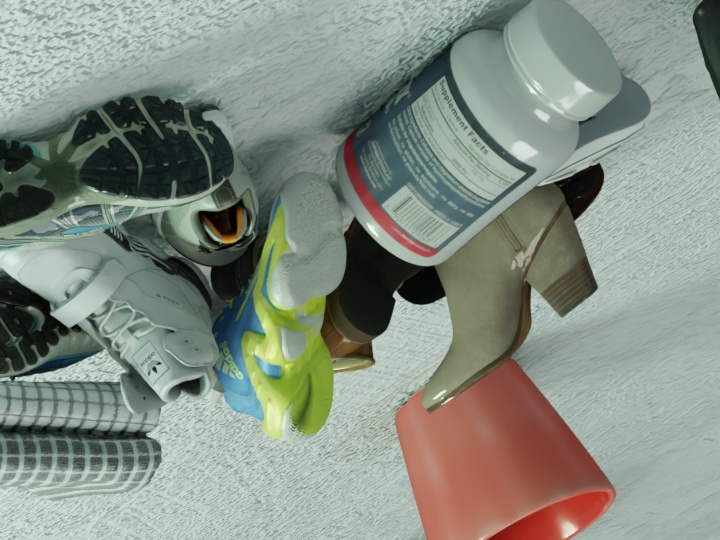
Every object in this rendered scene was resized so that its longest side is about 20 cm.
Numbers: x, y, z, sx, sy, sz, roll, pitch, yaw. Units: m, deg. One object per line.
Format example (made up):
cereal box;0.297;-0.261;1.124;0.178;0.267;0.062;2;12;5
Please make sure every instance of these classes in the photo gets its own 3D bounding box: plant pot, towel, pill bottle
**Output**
plant pot;0.133;0.198;2.374;0.200;0.178;0.201;-24;160;-9
towel;-0.258;0.129;1.735;0.165;0.086;0.200;2;173;-29
pill bottle;0.088;-0.104;1.688;0.200;0.120;0.119;-39;156;30

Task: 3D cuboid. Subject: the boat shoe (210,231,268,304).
boat shoe;-0.062;0.003;1.853;0.073;0.075;0.200;-8;169;18

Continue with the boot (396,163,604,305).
boot;0.118;-0.040;1.977;0.200;0.075;0.097;-30;177;7

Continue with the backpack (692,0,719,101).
backpack;0.350;-0.198;1.737;0.200;0.151;0.178;-22;163;8

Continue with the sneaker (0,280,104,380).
sneaker;-0.258;0.056;1.710;0.200;0.079;0.090;-6;154;-44

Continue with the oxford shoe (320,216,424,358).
oxford shoe;0.000;0.000;1.815;0.071;0.071;0.200;-38;-169;36

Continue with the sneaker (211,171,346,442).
sneaker;-0.072;0.024;1.717;0.105;0.201;0.076;10;-171;40

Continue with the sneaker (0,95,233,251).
sneaker;-0.184;-0.059;1.549;0.199;0.078;0.086;-10;161;-15

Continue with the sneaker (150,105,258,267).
sneaker;-0.107;-0.039;1.663;0.074;0.079;0.200;-26;161;-7

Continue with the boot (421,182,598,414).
boot;0.091;0.003;1.905;0.200;0.146;0.070;-39;-178;8

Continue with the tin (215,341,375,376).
tin;-0.086;0.070;1.908;0.199;0.042;0.112;-8;166;14

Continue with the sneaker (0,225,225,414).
sneaker;-0.172;0.030;1.657;0.075;0.115;0.200;-40;141;23

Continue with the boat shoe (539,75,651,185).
boat shoe;0.141;-0.094;1.841;0.200;0.074;0.065;-16;153;-25
